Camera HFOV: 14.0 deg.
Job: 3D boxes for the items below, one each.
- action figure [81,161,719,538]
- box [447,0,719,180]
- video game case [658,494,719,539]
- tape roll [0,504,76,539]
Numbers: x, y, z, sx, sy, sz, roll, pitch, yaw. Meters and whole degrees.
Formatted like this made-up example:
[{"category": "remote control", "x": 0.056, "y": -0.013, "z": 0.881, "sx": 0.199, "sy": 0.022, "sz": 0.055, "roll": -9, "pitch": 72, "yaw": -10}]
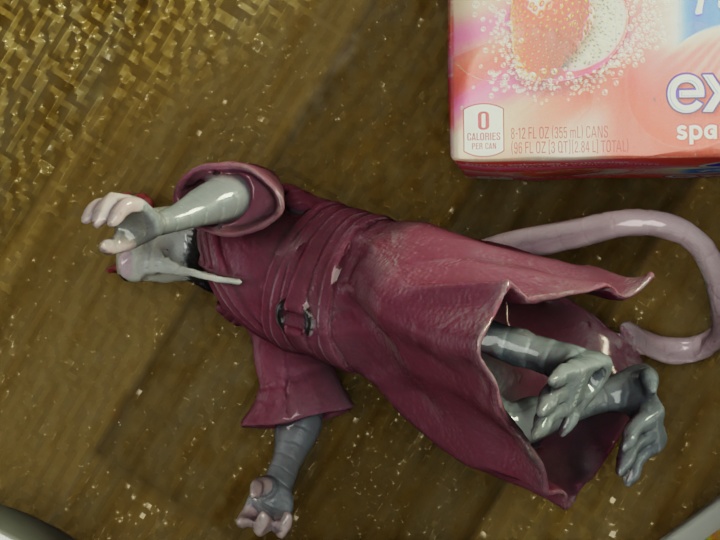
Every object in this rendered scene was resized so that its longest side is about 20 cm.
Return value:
[{"category": "action figure", "x": 0.000, "y": 0.000, "z": 0.944, "sx": 0.200, "sy": 0.134, "sz": 0.149, "roll": 22, "pitch": 52, "yaw": 30}, {"category": "box", "x": 0.129, "y": -0.082, "z": 0.937, "sx": 0.200, "sy": 0.095, "sz": 0.103, "roll": 0, "pitch": 88, "yaw": 5}, {"category": "video game case", "x": 0.123, "y": 0.191, "z": 0.937, "sx": 0.182, "sy": 0.024, "sz": 0.200, "roll": -34, "pitch": 86, "yaw": -19}, {"category": "tape roll", "x": -0.155, "y": 0.174, "z": 0.972, "sx": 0.200, "sy": 0.066, "sz": 0.200, "roll": 0, "pitch": 89, "yaw": 4}]
